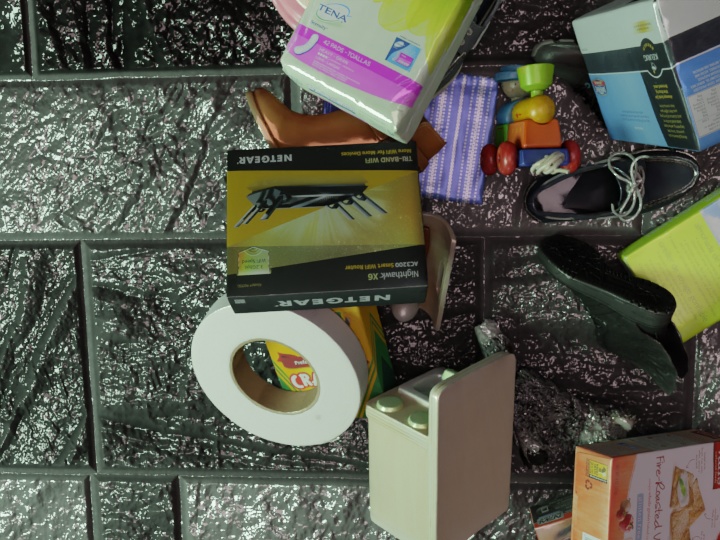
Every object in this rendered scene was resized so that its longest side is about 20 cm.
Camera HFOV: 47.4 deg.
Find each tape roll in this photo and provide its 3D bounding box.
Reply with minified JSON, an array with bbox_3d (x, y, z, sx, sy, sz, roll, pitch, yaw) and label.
[{"bbox_3d":[-0.088,0.107,0.899,0.199,0.037,0.205,9,127,12],"label":"tape roll"}]

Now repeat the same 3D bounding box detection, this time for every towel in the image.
[{"bbox_3d":[0.052,-0.160,0.936,0.196,0.024,0.148,8,100,4],"label":"towel"}]

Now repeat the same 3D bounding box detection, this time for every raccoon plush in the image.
[{"bbox_3d":[0.227,0.135,0.935,0.132,0.097,0.203,-20,96,0],"label":"raccoon plush"}]

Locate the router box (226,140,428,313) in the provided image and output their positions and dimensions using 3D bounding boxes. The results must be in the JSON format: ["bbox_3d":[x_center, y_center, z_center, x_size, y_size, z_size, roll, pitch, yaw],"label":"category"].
[{"bbox_3d":[-0.035,-0.044,0.827,0.196,0.052,0.160,-4,70,-1],"label":"router box"}]

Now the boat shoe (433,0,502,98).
[{"bbox_3d":[0.099,-0.265,0.868,0.072,0.062,0.201,37,81,2],"label":"boat shoe"}]

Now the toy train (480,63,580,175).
[{"bbox_3d":[0.181,-0.157,0.834,0.083,0.200,0.118,-3,97,-5],"label":"toy train"}]

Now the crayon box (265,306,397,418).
[{"bbox_3d":[-0.040,0.075,0.915,0.125,0.051,0.203,-3,122,21],"label":"crayon box"}]

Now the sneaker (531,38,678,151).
[{"bbox_3d":[0.275,-0.192,0.885,0.197,0.075,0.080,20,102,2],"label":"sneaker"}]

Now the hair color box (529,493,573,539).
[{"bbox_3d":[0.286,0.368,0.976,0.109,0.064,0.203,-20,95,8],"label":"hair color box"}]

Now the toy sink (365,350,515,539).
[{"bbox_3d":[0.085,0.183,0.902,0.111,0.129,0.204,19,119,43],"label":"toy sink"}]

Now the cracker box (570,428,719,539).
[{"bbox_3d":[0.322,0.255,0.901,0.197,0.057,0.137,0,94,-31],"label":"cracker box"}]

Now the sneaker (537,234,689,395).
[{"bbox_3d":[0.279,0.047,0.921,0.198,0.060,0.105,32,144,29],"label":"sneaker"}]

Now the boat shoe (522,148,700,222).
[{"bbox_3d":[0.279,-0.092,0.905,0.196,0.062,0.076,-5,98,6],"label":"boat shoe"}]

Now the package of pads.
[{"bbox_3d":[0.025,-0.253,0.825,0.153,0.068,0.202,30,93,17],"label":"package of pads"}]

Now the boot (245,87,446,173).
[{"bbox_3d":[-0.015,-0.159,0.899,0.154,0.074,0.200,-40,109,12],"label":"boot"}]

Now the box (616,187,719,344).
[{"bbox_3d":[0.403,-0.021,0.912,0.198,0.048,0.123,-33,95,9],"label":"box"}]

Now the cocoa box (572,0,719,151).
[{"bbox_3d":[0.301,-0.198,0.748,0.132,0.200,0.133,-24,103,1],"label":"cocoa box"}]

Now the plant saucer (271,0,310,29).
[{"bbox_3d":[-0.015,-0.348,0.900,0.197,0.051,0.204,1,98,6],"label":"plant saucer"}]

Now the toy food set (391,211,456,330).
[{"bbox_3d":[0.000,0.000,0.911,0.196,0.061,0.145,8,135,3],"label":"toy food set"}]
